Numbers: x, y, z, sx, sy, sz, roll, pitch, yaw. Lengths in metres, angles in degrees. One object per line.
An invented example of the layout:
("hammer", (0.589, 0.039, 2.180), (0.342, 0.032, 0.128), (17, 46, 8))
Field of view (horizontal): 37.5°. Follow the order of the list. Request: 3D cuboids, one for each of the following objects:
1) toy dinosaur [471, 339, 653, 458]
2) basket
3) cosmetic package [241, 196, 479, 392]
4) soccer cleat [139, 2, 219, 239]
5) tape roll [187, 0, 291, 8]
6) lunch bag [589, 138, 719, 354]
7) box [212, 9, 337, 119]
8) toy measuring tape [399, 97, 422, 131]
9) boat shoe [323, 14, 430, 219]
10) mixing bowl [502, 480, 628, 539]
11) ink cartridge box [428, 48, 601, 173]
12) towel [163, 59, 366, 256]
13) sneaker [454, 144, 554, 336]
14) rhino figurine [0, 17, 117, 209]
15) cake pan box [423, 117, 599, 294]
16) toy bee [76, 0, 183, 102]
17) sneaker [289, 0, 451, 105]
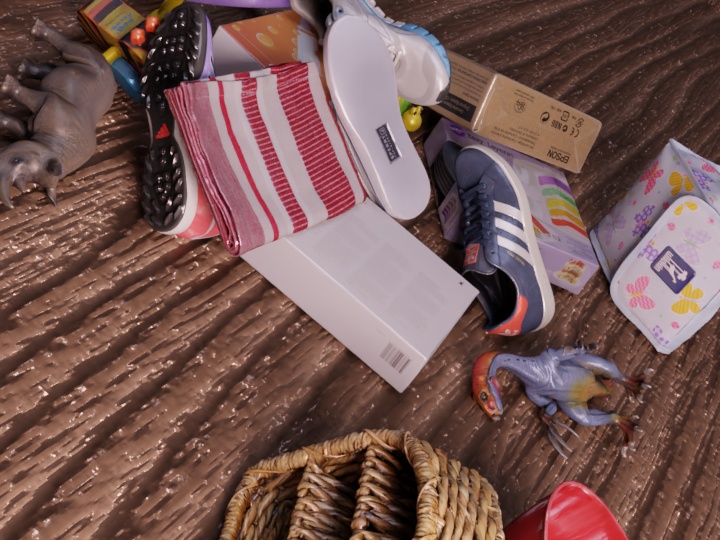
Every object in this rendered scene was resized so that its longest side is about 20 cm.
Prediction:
("toy dinosaur", (0.184, 0.117, 1.014), (0.179, 0.107, 0.200), (18, -3, -5))
("basket", (-0.006, 0.185, 0.652), (0.148, 0.143, 0.201), (31, 33, -9))
("cosmetic package", (0.000, 0.000, 0.973), (0.199, 0.052, 0.151), (40, 35, 5))
("soccer cleat", (-0.146, -0.128, 0.917), (0.073, 0.067, 0.204), (13, 74, -55))
("tape roll", (-0.133, -0.353, 1.179), (0.196, 0.086, 0.201), (3, 23, -1))
("lunch bag", (0.376, -0.026, 1.250), (0.126, 0.170, 0.202), (20, 36, -25))
("box", (-0.070, -0.190, 1.101), (0.124, 0.098, 0.200), (43, 33, 8))
("toy measuring tape", (0.006, -0.245, 1.267), (0.200, 0.074, 0.073), (47, 34, 14))
("boat shoe", (0.004, -0.143, 1.023), (0.073, 0.065, 0.203), (-23, 106, -24))
("mixing bowl", (0.123, 0.251, 0.694), (0.200, 0.107, 0.202), (43, 34, -39))
("ink cartridge box", (0.171, -0.201, 1.303), (0.198, 0.076, 0.164), (14, 15, -38))
("towel", (-0.072, -0.105, 0.917), (0.199, 0.023, 0.146), (-26, 95, -54))
("sneaker", (0.128, -0.030, 1.070), (0.084, 0.075, 0.203), (-14, 78, -36))
("rhino figurine", (-0.258, -0.123, 0.875), (0.086, 0.060, 0.202), (21, 45, -15))
("cake pan box", (0.169, -0.079, 1.233), (0.197, 0.053, 0.186), (22, 33, -21))
("toy bee", (-0.196, -0.211, 0.979), (0.197, 0.109, 0.132), (21, 68, 15))
("sneaker", (0.004, -0.230, 1.078), (0.199, 0.076, 0.086), (40, 39, 18))
